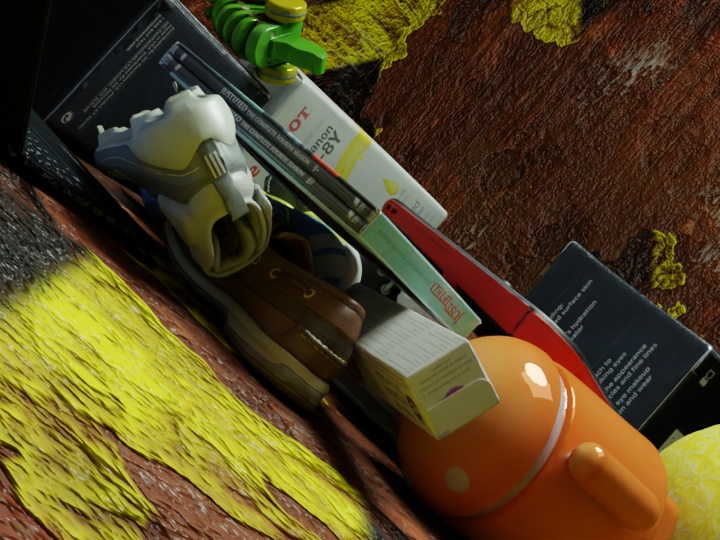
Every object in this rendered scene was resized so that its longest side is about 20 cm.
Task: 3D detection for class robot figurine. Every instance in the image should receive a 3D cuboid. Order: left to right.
[{"bbox_3d":[0.100,0.116,0.932,0.200,0.116,0.144,40,18,-28],"label":"robot figurine"}]

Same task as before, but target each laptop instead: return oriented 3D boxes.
[{"bbox_3d":[-0.178,-0.129,0.856,0.177,0.103,0.200,44,3,34],"label":"laptop"}]

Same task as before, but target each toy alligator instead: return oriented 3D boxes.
[{"bbox_3d":[-0.089,-0.189,1.169,0.054,0.060,0.200,-6,33,-30],"label":"toy alligator"}]

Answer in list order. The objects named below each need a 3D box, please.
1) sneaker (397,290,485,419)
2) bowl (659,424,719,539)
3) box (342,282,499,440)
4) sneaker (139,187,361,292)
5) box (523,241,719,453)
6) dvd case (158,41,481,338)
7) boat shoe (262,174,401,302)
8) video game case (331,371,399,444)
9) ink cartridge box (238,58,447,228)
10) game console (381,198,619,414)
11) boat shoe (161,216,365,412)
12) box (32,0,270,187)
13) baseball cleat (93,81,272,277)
[{"bbox_3d":[0.073,0.091,1.039,0.200,0.079,0.074,44,-2,-28],"label":"sneaker"},{"bbox_3d":[0.210,0.201,1.033,0.106,0.203,0.200,-1,12,-9],"label":"bowl"},{"bbox_3d":[0.018,0.046,0.877,0.039,0.041,0.200,61,-11,-15],"label":"box"},{"bbox_3d":[-0.086,-0.026,1.030,0.105,0.076,0.199,29,-1,-39],"label":"sneaker"},{"bbox_3d":[0.182,0.117,1.253,0.117,0.197,0.200,41,2,-37],"label":"box"},{"bbox_3d":[-0.024,-0.046,0.928,0.200,0.022,0.146,43,-1,36],"label":"dvd case"},{"bbox_3d":[0.000,0.000,1.091,0.200,0.060,0.075,46,24,15],"label":"boat shoe"},{"bbox_3d":[0.036,0.062,1.138,0.182,0.023,0.200,43,24,8],"label":"video game case"},{"bbox_3d":[-0.049,-0.059,1.250,0.200,0.145,0.083,40,4,-41],"label":"ink cartridge box"},{"bbox_3d":[0.103,0.045,1.067,0.177,0.031,0.200,46,-4,37],"label":"game console"},{"bbox_3d":[-0.054,0.005,0.918,0.072,0.068,0.200,40,3,-37],"label":"boat shoe"},{"bbox_3d":[-0.194,-0.172,1.110,0.200,0.123,0.198,46,3,22],"label":"box"},{"bbox_3d":[-0.102,-0.046,0.894,0.108,0.069,0.200,66,-10,-6],"label":"baseball cleat"}]
